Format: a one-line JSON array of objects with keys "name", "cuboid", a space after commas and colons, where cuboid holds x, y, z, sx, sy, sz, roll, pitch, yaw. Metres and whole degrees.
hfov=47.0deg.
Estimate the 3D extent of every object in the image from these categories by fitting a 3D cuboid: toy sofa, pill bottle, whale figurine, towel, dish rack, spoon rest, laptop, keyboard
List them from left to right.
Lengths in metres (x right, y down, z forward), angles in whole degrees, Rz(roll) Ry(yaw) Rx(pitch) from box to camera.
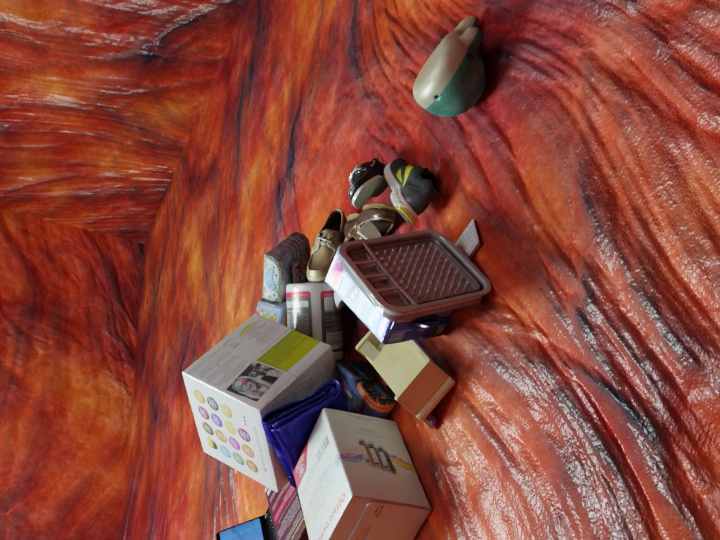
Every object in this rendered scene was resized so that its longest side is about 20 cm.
[{"name": "laptop", "cuboid": [-0.215, 0.549, 1.726, 0.202, 0.102, 0.178, -65, 27, 24]}, {"name": "pill bottle", "cuboid": [-0.089, 0.125, 1.638, 0.110, 0.109, 0.204, 175, 92, -65]}, {"name": "towel", "cuboid": [-0.076, 0.287, 1.407, 0.050, 0.146, 0.202, 55, 166, 44]}, {"name": "spoon rest", "cuboid": [0.000, 0.000, 1.554, 0.099, 0.060, 0.201, -43, -17, -40]}, {"name": "toy sofa", "cuboid": [0.078, 0.158, 1.330, 0.083, 0.097, 0.200, -48, 27, 1]}, {"name": "dish rack", "cuboid": [0.078, 0.011, 1.227, 0.172, 0.197, 0.044, 49, 139, 41]}, {"name": "keyboard", "cuboid": [0.137, 0.007, 1.343, 0.201, 0.010, 0.057, -58, 30, 36]}, {"name": "whale figurine", "cuboid": [0.166, -0.340, 1.387, 0.159, 0.103, 0.202, -46, 14, 48]}]

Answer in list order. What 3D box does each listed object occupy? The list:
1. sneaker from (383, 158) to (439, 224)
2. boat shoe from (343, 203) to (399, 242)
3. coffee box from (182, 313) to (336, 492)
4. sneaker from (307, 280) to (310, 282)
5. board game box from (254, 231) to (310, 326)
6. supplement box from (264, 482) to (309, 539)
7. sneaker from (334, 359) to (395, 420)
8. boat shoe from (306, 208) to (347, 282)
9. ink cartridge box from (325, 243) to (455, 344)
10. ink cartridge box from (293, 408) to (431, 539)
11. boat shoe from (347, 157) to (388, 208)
[{"name": "sneaker", "cuboid": [0.097, -0.151, 1.465, 0.084, 0.075, 0.201, -32, 29, 14]}, {"name": "boat shoe", "cuboid": [0.018, -0.078, 1.582, 0.200, 0.069, 0.072, 155, 132, -71]}, {"name": "coffee box", "cuboid": [-0.175, 0.236, 1.517, 0.195, 0.200, 0.203, 19, 131, 32]}, {"name": "sneaker", "cuboid": [-0.086, 0.060, 1.749, 0.090, 0.077, 0.203, -108, 38, -74]}, {"name": "board game box", "cuboid": [-0.158, 0.049, 1.727, 0.200, 0.061, 0.204, -48, -33, -61]}, {"name": "supplement box", "cuboid": [-0.123, 0.461, 1.610, 0.110, 0.060, 0.201, -61, 27, 19]}, {"name": "sneaker", "cuboid": [-0.004, 0.218, 1.472, 0.200, 0.074, 0.080, -131, 55, -63]}, {"name": "boat shoe", "cuboid": [-0.069, -0.051, 1.659, 0.201, 0.070, 0.065, -71, -29, -53]}, {"name": "ink cartridge box", "cuboid": [0.058, 0.041, 1.300, 0.200, 0.135, 0.077, 47, 126, 37]}, {"name": "ink cartridge box", "cuboid": [-0.003, 0.347, 1.309, 0.147, 0.142, 0.201, -63, 26, 23]}, {"name": "boat shoe", "cuboid": [0.009, -0.166, 1.527, 0.076, 0.060, 0.200, -51, -5, 18]}]
